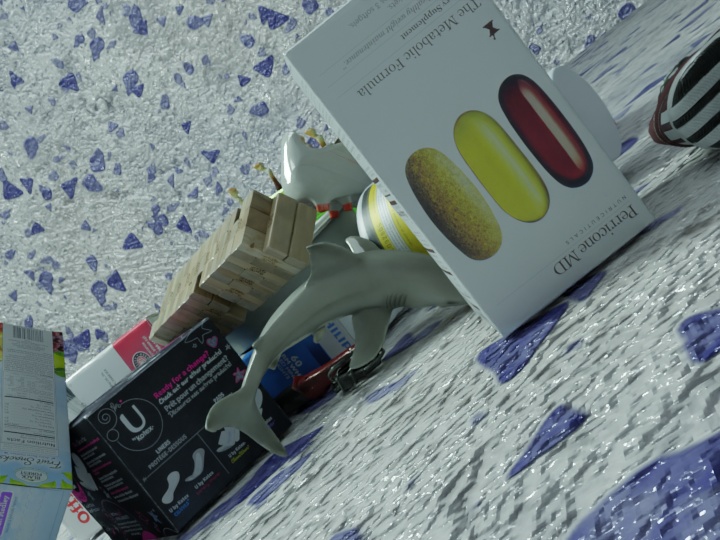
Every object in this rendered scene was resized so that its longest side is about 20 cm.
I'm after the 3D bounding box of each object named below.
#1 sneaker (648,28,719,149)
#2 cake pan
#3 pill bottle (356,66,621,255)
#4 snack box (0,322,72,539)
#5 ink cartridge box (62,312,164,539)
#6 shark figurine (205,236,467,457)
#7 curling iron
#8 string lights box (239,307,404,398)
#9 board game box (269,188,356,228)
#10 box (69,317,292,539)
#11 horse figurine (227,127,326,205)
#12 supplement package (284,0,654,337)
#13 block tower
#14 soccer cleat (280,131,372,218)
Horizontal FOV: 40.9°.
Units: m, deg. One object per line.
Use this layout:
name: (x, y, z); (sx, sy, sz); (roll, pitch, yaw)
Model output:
sneaker: (0.253, -0.150, 0.605); (0.200, 0.076, 0.116); (-39, 2, -3)
cake pan: (-0.069, 0.007, 0.934); (0.200, 0.037, 0.200); (-44, 6, 6)
pill bottle: (0.099, -0.068, 0.757); (0.200, 0.112, 0.112); (-35, 6, 36)
snack box: (-0.283, 0.166, 0.766); (0.169, 0.067, 0.200); (-67, 29, 22)
ink cartridge box: (-0.255, 0.164, 1.030); (0.200, 0.145, 0.084); (-38, 3, 0)
shark figurine: (-0.033, 0.025, 0.695); (0.214, 0.128, 0.090); (-34, -37, -6)
curling iron: (-0.046, 0.098, 0.790); (0.050, 0.026, 0.200); (-38, 3, -41)
string lights box: (-0.056, 0.074, 0.899); (0.200, 0.059, 0.103); (-35, 5, 36)
board game box: (-0.042, -0.055, 1.044); (0.199, 0.102, 0.048); (-30, 1, 31)
box: (-0.169, 0.138, 0.809); (0.132, 0.115, 0.200); (-41, 6, -32)
horse figurine: (-0.054, -0.086, 1.101); (0.200, 0.133, 0.050); (-33, 18, 28)
supplement package: (0.061, -0.077, 0.579); (0.114, 0.200, 0.110); (-39, 4, 2)
block tower: (-0.109, 0.006, 0.795); (0.200, 0.054, 0.058); (-40, 33, 46)
soccer cleat: (0.015, -0.091, 0.871); (0.199, 0.078, 0.069); (-6, -9, -41)
